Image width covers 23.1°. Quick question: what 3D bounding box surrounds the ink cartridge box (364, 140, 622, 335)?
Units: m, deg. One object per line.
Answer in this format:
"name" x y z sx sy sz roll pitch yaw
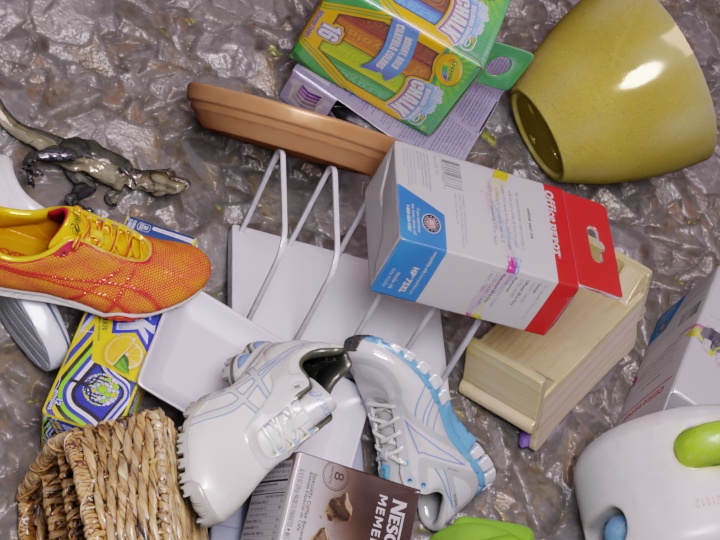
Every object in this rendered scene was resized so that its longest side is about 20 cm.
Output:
"ink cartridge box" 0.107 -0.021 1.437 0.198 0.067 0.117 15 44 -18

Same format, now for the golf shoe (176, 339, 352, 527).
"golf shoe" -0.069 0.110 1.312 0.079 0.097 0.200 63 30 -24

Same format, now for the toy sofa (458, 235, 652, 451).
"toy sofa" 0.178 0.065 1.602 0.082 0.098 0.200 30 49 24

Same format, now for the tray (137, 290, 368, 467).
"tray" -0.086 0.099 1.420 0.199 0.022 0.108 32 53 -20

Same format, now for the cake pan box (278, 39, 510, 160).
"cake pan box" 0.040 -0.185 1.691 0.183 0.052 0.201 32 53 -3

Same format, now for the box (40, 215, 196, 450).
"box" -0.194 0.058 1.418 0.064 0.070 0.201 18 55 0

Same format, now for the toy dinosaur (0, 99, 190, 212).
"toy dinosaur" -0.247 -0.090 1.501 0.199 0.048 0.088 27 40 -9

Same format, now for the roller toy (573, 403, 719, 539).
"roller toy" 0.281 0.210 1.495 0.200 0.181 0.141 31 42 -52

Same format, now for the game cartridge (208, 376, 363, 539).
"game cartridge" -0.063 0.170 1.444 0.132 0.041 0.202 11 58 -16

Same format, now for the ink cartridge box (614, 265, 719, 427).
"ink cartridge box" 0.297 0.107 1.603 0.068 0.115 0.201 32 54 -4

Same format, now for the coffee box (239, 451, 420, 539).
"coffee box" -0.037 0.250 1.342 0.112 0.080 0.202 21 72 -22

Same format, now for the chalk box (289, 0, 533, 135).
"chalk box" 0.059 -0.220 1.612 0.199 0.125 0.125 28 54 -6

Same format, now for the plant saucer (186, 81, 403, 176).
"plant saucer" -0.059 -0.120 1.537 0.198 0.200 0.038 15 92 -17

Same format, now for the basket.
"basket" -0.187 0.214 1.261 0.148 0.143 0.202 -13 66 3

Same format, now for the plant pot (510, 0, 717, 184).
"plant pot" 0.229 -0.164 1.700 0.141 0.200 0.201 -28 75 -10

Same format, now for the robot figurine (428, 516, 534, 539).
"robot figurine" 0.083 0.279 1.382 0.115 0.177 0.200 9 31 16

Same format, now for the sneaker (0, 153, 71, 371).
"sneaker" -0.272 -0.015 1.426 0.070 0.073 0.201 -21 72 -26

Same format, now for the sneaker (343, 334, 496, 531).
"sneaker" 0.038 0.139 1.452 0.087 0.075 0.200 -51 121 -26

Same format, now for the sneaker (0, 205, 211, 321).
"sneaker" -0.208 -0.010 1.359 0.198 0.077 0.073 5 51 -22

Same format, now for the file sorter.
"file sorter" 0.000 0.000 1.499 0.198 0.125 0.140 15 42 -18
